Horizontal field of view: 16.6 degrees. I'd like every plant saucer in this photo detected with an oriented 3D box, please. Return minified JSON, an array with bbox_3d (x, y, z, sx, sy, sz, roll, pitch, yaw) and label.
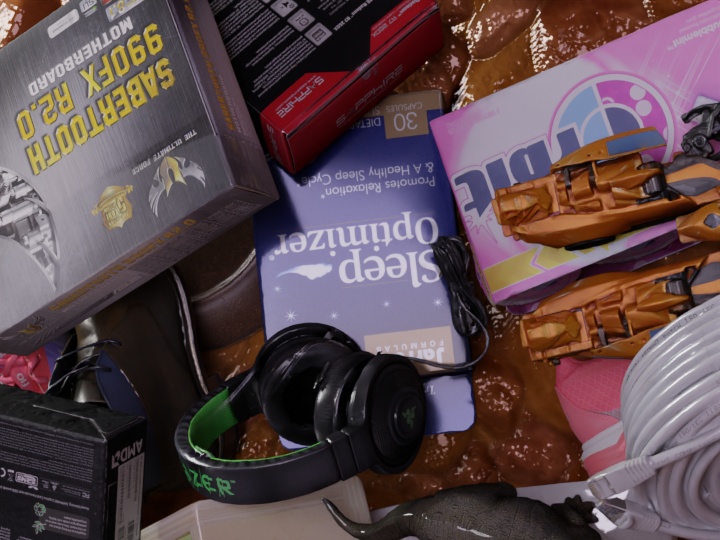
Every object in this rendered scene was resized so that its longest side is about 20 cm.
[{"bbox_3d":[-0.112,-0.050,1.508,0.200,0.034,0.201,-2,84,20],"label":"plant saucer"}]

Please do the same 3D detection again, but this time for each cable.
[{"bbox_3d":[0.234,0.075,1.281,0.200,0.200,0.069,-38,47,31],"label":"cable"}]

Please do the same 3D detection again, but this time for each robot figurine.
[{"bbox_3d":[0.176,-0.019,1.308,0.200,0.058,0.145,-15,82,18],"label":"robot figurine"}]

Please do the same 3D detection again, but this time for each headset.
[{"bbox_3d":[-0.013,0.058,1.365,0.123,0.200,0.094,21,132,54],"label":"headset"}]

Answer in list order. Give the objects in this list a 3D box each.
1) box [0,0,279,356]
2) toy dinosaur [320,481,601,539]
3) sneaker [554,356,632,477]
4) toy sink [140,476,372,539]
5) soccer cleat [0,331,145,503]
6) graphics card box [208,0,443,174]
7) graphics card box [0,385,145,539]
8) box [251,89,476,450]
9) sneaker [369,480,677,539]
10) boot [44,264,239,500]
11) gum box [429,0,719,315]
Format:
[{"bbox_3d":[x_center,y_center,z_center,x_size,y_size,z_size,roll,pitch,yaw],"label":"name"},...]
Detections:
[{"bbox_3d":[-0.158,-0.065,1.410,0.200,0.048,0.159,-30,67,26],"label":"box"},{"bbox_3d":[0.076,0.141,1.310,0.200,0.102,0.077,26,86,12],"label":"toy dinosaur"},{"bbox_3d":[0.191,0.034,1.363,0.200,0.074,0.087,-35,72,14],"label":"sneaker"},{"bbox_3d":[-0.052,0.230,1.383,0.130,0.112,0.200,-32,69,62],"label":"toy sink"},{"bbox_3d":[-0.196,0.064,1.503,0.068,0.073,0.200,-35,77,13],"label":"soccer cleat"},{"bbox_3d":[-0.062,-0.160,1.455,0.125,0.051,0.200,-42,63,-15],"label":"graphics card box"},{"bbox_3d":[-0.190,0.170,1.394,0.125,0.051,0.200,11,108,24],"label":"graphics card box"},{"bbox_3d":[0.000,0.000,1.442,0.121,0.032,0.200,-7,84,3],"label":"box"},{"bbox_3d":[0.083,0.183,1.387,0.200,0.074,0.116,-8,78,18],"label":"sneaker"},{"bbox_3d":[-0.146,0.042,1.446,0.075,0.097,0.200,-28,93,30],"label":"boot"},{"bbox_3d":[0.144,-0.062,1.393,0.200,0.066,0.114,-23,76,17],"label":"gum box"}]
